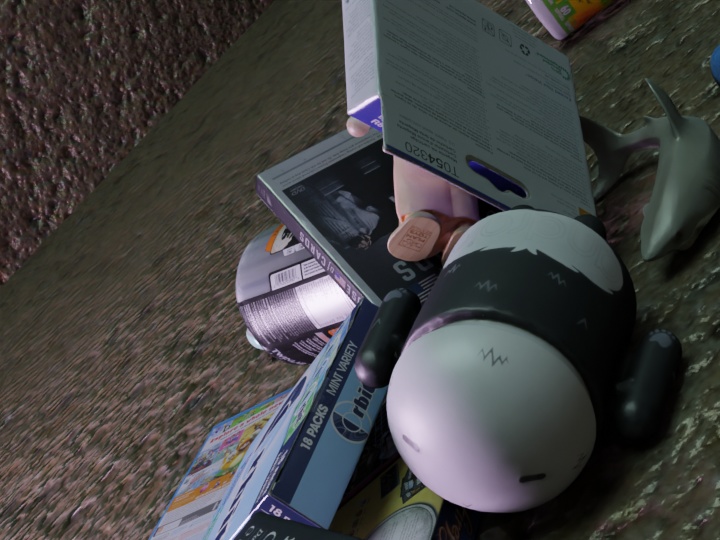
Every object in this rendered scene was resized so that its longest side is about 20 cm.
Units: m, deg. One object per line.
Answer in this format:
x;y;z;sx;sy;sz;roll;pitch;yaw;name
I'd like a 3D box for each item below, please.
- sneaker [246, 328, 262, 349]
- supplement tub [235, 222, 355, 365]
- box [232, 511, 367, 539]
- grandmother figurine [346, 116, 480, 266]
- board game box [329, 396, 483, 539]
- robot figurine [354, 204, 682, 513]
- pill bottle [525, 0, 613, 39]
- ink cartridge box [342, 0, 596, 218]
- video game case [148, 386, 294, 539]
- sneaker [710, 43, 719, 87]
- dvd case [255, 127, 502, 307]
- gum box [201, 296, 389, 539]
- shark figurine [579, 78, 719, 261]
-0.056;-0.026;1.211;0.199;0.140;0.078;-35;18;16;sneaker
0.000;0.000;1.063;0.199;0.123;0.123;-19;27;46;supplement tub
-0.031;0.231;0.589;0.200;0.124;0.196;-49;21;-23;box
0.046;-0.092;0.940;0.061;0.120;0.202;-48;30;40;grandmother figurine
0.023;0.141;0.829;0.135;0.035;0.201;-29;22;34;board game box
0.091;0.047;0.765;0.150;0.125;0.201;-30;20;39;robot figurine
0.253;-0.341;1.360;0.199;0.111;0.111;-36;18;16;pill bottle
0.074;-0.108;0.900;0.043;0.195;0.202;-38;40;38;ink cartridge box
-0.105;0.174;1.047;0.142;0.018;0.201;-29;22;36;video game case
0.295;-0.165;0.914;0.066;0.079;0.200;-44;16;-4;sneaker
0.040;-0.032;0.940;0.149;0.200;0.025;-29;-33;-23;dvd case
-0.050;0.138;0.860;0.201;0.044;0.171;-54;6;44;gum box
0.207;-0.095;0.920;0.128;0.090;0.215;-37;20;7;shark figurine
